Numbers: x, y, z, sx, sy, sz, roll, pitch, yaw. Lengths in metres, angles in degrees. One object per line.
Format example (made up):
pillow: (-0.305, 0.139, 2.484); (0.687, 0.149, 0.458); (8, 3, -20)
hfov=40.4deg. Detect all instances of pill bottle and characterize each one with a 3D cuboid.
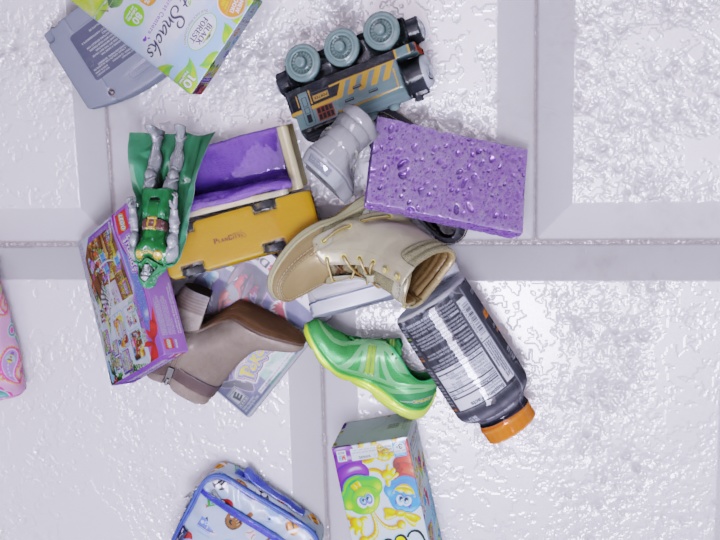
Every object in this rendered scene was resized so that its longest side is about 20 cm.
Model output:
pill bottle: (0.140, 0.118, 1.234); (0.106, 0.106, 0.201); (-32, 94, 12)

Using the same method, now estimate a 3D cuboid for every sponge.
sponge: (0.106, -0.112, 1.192); (0.197, 0.030, 0.113); (11, 74, -9)

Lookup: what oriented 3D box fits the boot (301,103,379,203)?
boot: (-0.014, -0.141, 1.172); (0.073, 0.200, 0.096); (41, 90, -1)

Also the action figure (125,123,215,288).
action figure: (-0.245, -0.077, 1.190); (0.117, 0.055, 0.203); (0, 78, 18)

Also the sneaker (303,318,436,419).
sneaker: (0.015, 0.113, 1.272); (0.199, 0.074, 0.084); (32, 101, -9)

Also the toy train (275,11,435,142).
toy train: (-0.006, -0.236, 1.199); (0.198, 0.085, 0.115); (-19, 89, 14)

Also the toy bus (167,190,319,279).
toy bus: (-0.149, -0.045, 1.242); (0.197, 0.078, 0.066); (-16, 90, -1)

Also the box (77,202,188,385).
box: (-0.295, 0.032, 1.257); (0.136, 0.039, 0.202); (-28, 74, 43)

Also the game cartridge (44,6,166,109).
game cartridge: (-0.296, -0.303, 1.262); (0.199, 0.041, 0.134); (-31, 91, 13)

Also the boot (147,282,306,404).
boot: (-0.185, 0.111, 1.284); (0.198, 0.070, 0.148); (25, 108, 5)

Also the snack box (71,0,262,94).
snack box: (-0.242, -0.335, 1.204); (0.199, 0.053, 0.143); (38, 104, 0)

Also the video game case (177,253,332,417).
video game case: (-0.158, 0.066, 1.312); (0.182, 0.023, 0.201); (40, 103, 0)

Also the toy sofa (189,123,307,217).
toy sofa: (-0.174, -0.123, 1.243); (0.197, 0.098, 0.084); (-13, 98, 11)

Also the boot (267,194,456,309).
boot: (0.000, 0.000, 1.178); (0.199, 0.155, 0.073); (-33, 139, -17)

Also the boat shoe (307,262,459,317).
boat shoe: (0.025, 0.005, 1.248); (0.197, 0.074, 0.066); (-15, 82, 0)

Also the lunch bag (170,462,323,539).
lunch bag: (-0.157, 0.363, 1.338); (0.199, 0.076, 0.161); (31, 101, 1)

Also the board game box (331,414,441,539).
board game box: (0.038, 0.304, 1.282); (0.102, 0.105, 0.203); (-11, 97, 11)

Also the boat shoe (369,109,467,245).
boat shoe: (0.069, -0.120, 1.224); (0.072, 0.063, 0.201); (-33, 93, 15)

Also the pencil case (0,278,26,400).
pencil case: (-0.517, 0.080, 1.337); (0.086, 0.087, 0.203); (-7, 100, 10)
